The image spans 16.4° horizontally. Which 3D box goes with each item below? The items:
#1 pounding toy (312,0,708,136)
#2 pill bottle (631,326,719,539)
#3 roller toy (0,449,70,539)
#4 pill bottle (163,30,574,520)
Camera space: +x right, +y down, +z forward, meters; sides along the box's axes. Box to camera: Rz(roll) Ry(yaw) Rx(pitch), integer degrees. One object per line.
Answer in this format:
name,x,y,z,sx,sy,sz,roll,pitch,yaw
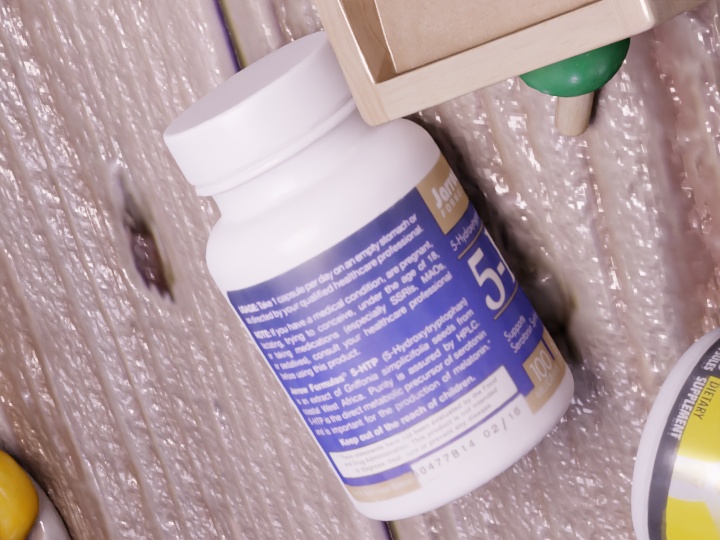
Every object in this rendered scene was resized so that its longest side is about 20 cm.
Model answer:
pounding toy,0.067,-0.142,0.954,0.184,0.142,0.201,-16,100,48
pill bottle,0.219,0.099,1.008,0.199,0.112,0.113,18,133,33
roller toy,-0.273,0.187,1.533,0.181,0.140,0.201,10,126,25
pill bottle,0.000,0.000,1.128,0.119,0.120,0.201,-16,110,49
